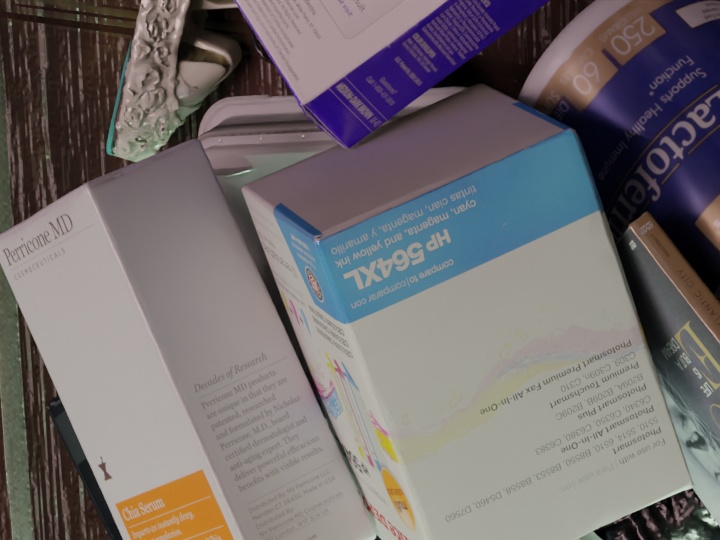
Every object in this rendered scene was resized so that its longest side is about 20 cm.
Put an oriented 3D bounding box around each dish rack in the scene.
[{"bbox_3d":[0.000,0.000,1.450,0.199,0.043,0.173,-1,110,37],"label":"dish rack"}]

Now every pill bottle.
[{"bbox_3d":[0.170,-0.031,1.334,0.200,0.115,0.116,48,130,23],"label":"pill bottle"}]

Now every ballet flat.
[{"bbox_3d":[-0.091,-0.139,1.599,0.072,0.072,0.201,33,125,33],"label":"ballet flat"}]

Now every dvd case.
[{"bbox_3d":[0.167,0.077,1.321,0.200,0.016,0.149,52,164,8],"label":"dvd case"}]

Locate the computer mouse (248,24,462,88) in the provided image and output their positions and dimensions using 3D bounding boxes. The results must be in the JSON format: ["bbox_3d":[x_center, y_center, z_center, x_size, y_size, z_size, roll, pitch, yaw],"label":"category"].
[{"bbox_3d":[0.012,-0.120,1.502,0.200,0.046,0.141,47,149,35],"label":"computer mouse"}]

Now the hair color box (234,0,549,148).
[{"bbox_3d":[0.038,-0.159,1.316,0.200,0.065,0.110,-36,63,8],"label":"hair color box"}]

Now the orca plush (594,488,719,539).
[{"bbox_3d":[0.135,0.138,1.447,0.199,0.071,0.106,-19,89,45],"label":"orca plush"}]

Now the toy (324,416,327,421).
[{"bbox_3d":[0.001,0.110,1.515,0.200,0.115,0.047,2,72,57],"label":"toy"}]

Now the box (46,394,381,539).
[{"bbox_3d":[-0.077,0.105,1.512,0.160,0.046,0.200,63,150,4],"label":"box"}]

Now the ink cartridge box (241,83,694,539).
[{"bbox_3d":[0.050,0.040,1.323,0.129,0.125,0.201,-145,34,-70],"label":"ink cartridge box"}]

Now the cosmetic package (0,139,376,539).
[{"bbox_3d":[-0.082,0.053,1.376,0.101,0.071,0.201,-26,88,54],"label":"cosmetic package"}]
